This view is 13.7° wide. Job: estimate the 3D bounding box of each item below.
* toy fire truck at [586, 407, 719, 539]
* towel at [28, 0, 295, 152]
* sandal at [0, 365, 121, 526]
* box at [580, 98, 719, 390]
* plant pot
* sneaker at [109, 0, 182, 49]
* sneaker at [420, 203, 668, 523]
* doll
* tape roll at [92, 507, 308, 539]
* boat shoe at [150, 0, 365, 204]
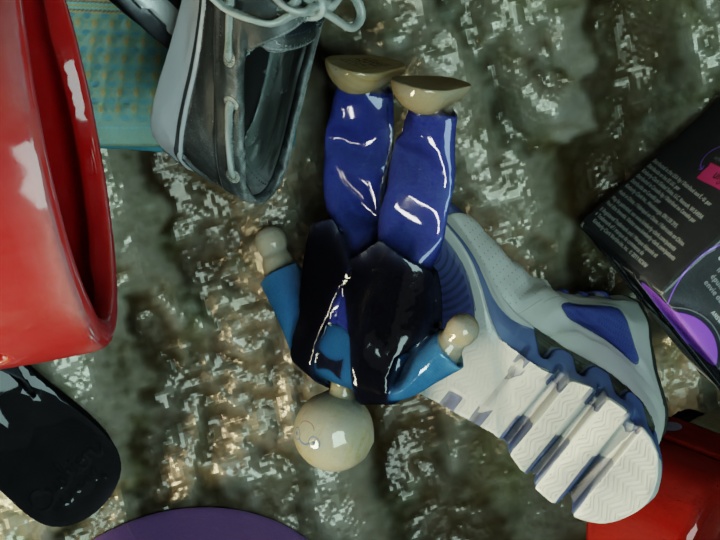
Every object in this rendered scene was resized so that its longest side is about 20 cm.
[{"bbox_3d":[0.134,0.173,1.532,0.200,0.129,0.176,-19,119,-43],"label":"toy fire truck"},{"bbox_3d":[-0.085,-0.151,1.409,0.146,0.022,0.200,4,108,-19],"label":"towel"},{"bbox_3d":[-0.193,0.056,1.440,0.200,0.043,0.076,34,97,-26],"label":"sandal"},{"bbox_3d":[0.233,-0.033,1.508,0.200,0.106,0.122,-41,119,0],"label":"box"},{"bbox_3d":[-0.212,-0.047,1.307,0.182,0.201,0.201,-11,114,5],"label":"plant pot"},{"bbox_3d":[-0.104,-0.175,1.344,0.083,0.072,0.200,-43,116,-2],"label":"sneaker"},{"bbox_3d":[0.081,0.034,1.502,0.199,0.115,0.081,44,115,4],"label":"sneaker"},{"bbox_3d":[0.000,0.000,1.437,0.048,0.136,0.201,-11,115,-52],"label":"doll"},{"bbox_3d":[-0.083,0.225,1.529,0.200,0.066,0.201,-6,112,-15],"label":"tape roll"},{"bbox_3d":[-0.040,-0.120,1.298,0.074,0.068,0.200,-15,132,-46],"label":"boat shoe"}]
